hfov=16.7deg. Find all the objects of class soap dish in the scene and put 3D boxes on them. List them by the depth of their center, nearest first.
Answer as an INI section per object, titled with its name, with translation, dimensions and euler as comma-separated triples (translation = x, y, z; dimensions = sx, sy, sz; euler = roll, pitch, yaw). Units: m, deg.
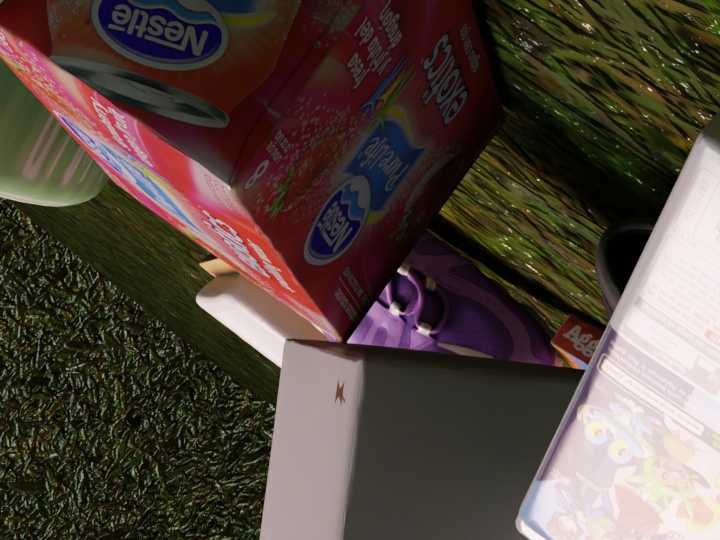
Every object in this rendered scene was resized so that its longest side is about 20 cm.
[soap dish]
translation = -0.001, 0.026, 1.269
dimensions = 0.157, 0.081, 0.200
euler = 36, 173, -7

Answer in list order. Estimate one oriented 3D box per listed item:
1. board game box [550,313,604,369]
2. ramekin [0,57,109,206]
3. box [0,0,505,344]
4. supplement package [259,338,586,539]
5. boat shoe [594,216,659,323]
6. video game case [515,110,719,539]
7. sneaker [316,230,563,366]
[board game box]
translation = 0.164, 0.087, 1.119
dimensions = 0.103, 0.019, 0.200
euler = 30, 171, 35
[ramekin]
translation = -0.152, -0.100, 0.822
dimensions = 0.200, 0.098, 0.200
euler = 25, -173, -3
[box]
translation = -0.030, -0.060, 0.715
dimensions = 0.100, 0.095, 0.200
euler = 35, 174, 14
[supplement package]
translation = 0.074, 0.092, 0.826
dimensions = 0.200, 0.117, 0.117
euler = 8, -179, -14
[boat shoe]
translation = 0.142, 0.048, 0.703
dimensions = 0.200, 0.073, 0.065
euler = 32, 178, 35
[video game case]
translation = 0.149, 0.071, 0.651
dimensions = 0.200, 0.023, 0.182
euler = 34, 141, 13
[sneaker]
translation = 0.000, 0.000, 1.099
dimensions = 0.200, 0.081, 0.083
euler = 35, 168, 18
